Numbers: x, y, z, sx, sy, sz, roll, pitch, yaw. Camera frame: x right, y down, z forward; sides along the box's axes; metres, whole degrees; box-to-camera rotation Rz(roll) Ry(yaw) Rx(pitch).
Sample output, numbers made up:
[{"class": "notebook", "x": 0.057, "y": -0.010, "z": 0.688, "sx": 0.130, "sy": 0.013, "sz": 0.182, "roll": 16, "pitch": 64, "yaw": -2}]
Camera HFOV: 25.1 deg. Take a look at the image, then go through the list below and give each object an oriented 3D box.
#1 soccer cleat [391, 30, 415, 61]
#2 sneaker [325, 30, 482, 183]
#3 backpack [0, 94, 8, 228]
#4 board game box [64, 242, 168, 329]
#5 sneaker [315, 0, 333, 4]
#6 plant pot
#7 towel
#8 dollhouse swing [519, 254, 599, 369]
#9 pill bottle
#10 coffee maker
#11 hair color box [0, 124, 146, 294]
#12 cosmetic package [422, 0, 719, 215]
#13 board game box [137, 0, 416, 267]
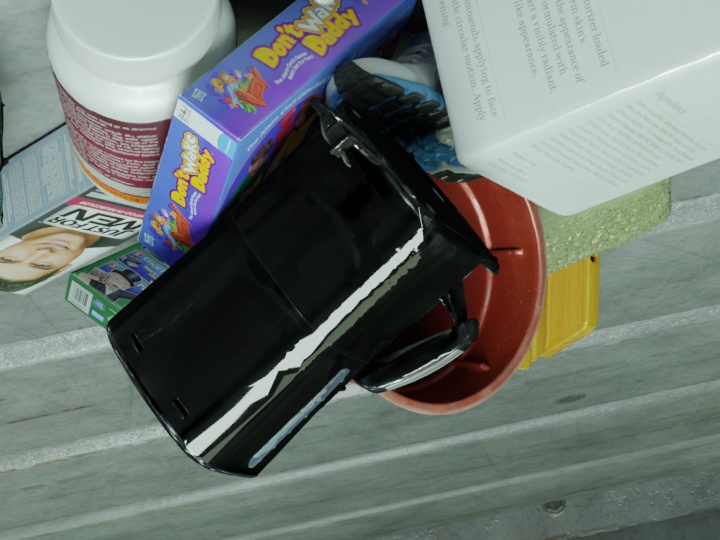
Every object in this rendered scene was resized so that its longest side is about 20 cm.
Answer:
[{"class": "soccer cleat", "x": 0.069, "y": -0.144, "z": 1.150, "sx": 0.199, "sy": 0.069, "sz": 0.078, "roll": 20, "pitch": 113, "yaw": -42}, {"class": "sneaker", "x": 0.034, "y": -0.115, "z": 1.034, "sx": 0.074, "sy": 0.088, "sz": 0.199, "roll": -20, "pitch": 164, "yaw": 26}, {"class": "backpack", "x": -0.307, "y": -0.073, "z": 1.003, "sx": 0.175, "sy": 0.152, "sz": 0.200, "roll": -5, "pitch": 155, "yaw": -14}, {"class": "board game box", "x": -0.120, "y": 0.043, "z": 1.306, "sx": 0.134, "sy": 0.199, "sz": 0.029, "roll": -28, "pitch": 145, "yaw": -52}, {"class": "sneaker", "x": -0.050, "y": -0.214, "z": 0.885, "sx": 0.083, "sy": 0.081, "sz": 0.199, "roll": -39, "pitch": 158, "yaw": 23}, {"class": "plant pot", "x": 0.000, "y": 0.000, "z": 1.192, "sx": 0.199, "sy": 0.203, "sz": 0.194, "roll": 3, "pitch": 177, "yaw": -36}, {"class": "towel", "x": 0.174, "y": -0.060, "z": 1.341, "sx": 0.198, "sy": 0.037, "sz": 0.149, "roll": -22, "pitch": 137, "yaw": -14}, {"class": "dollhouse swing", "x": 0.160, "y": -0.006, "z": 1.438, "sx": 0.198, "sy": 0.184, "sz": 0.175, "roll": 6, "pitch": 174, "yaw": -39}, {"class": "pill bottle", "x": -0.131, "y": -0.126, "z": 0.990, "sx": 0.113, "sy": 0.115, "sz": 0.200, "roll": -9, "pitch": 161, "yaw": -7}, {"class": "coffee maker", "x": -0.046, "y": 0.007, "z": 0.934, "sx": 0.200, "sy": 0.135, "sz": 0.192, "roll": -42, "pitch": 133, "yaw": 9}, {"class": "hair color box", "x": -0.233, "y": -0.047, "z": 1.235, "sx": 0.199, "sy": 0.061, "sz": 0.099, "roll": -24, "pitch": 158, "yaw": 34}, {"class": "cosmetic package", "x": 0.162, "y": -0.156, "z": 0.998, "sx": 0.198, "sy": 0.167, "sz": 0.165, "roll": -20, "pitch": 160, "yaw": 26}, {"class": "board game box", "x": -0.048, "y": -0.100, "z": 1.000, "sx": 0.200, "sy": 0.045, "sz": 0.135, "roll": -46, "pitch": 168, "yaw": -40}]
